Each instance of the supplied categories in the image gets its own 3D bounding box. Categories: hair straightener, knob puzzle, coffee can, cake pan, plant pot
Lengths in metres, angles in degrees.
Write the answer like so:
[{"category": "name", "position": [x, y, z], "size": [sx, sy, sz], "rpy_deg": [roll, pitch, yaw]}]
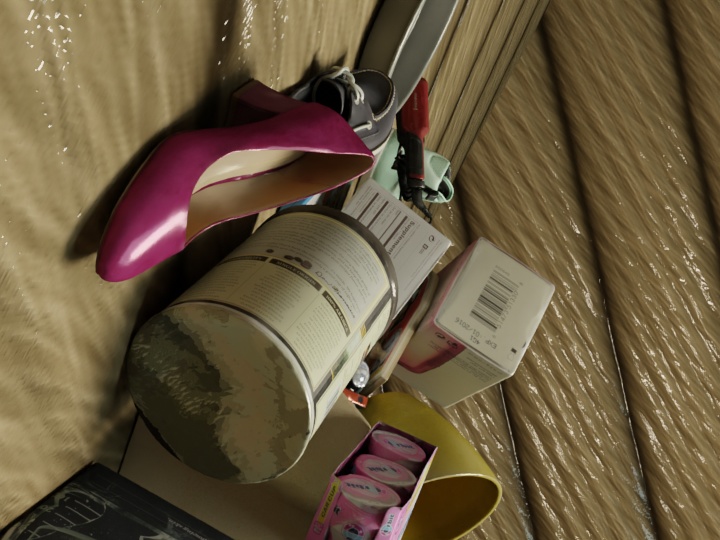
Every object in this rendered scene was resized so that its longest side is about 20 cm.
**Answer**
[{"category": "hair straightener", "position": [0.064, -0.134, 1.044], "size": [0.077, 0.041, 0.200], "rpy_deg": [111, -24, -59]}, {"category": "knob puzzle", "position": [0.034, 0.071, 1.059], "size": [0.220, 0.030, 0.220], "rpy_deg": [-56, -177, 5]}, {"category": "coffee can", "position": [-0.068, 0.049, 0.694], "size": [0.147, 0.146, 0.200], "rpy_deg": [-65, 172, 31]}, {"category": "cake pan", "position": [0.053, -0.245, 0.869], "size": [0.201, 0.037, 0.200], "rpy_deg": [-60, 174, -11]}, {"category": "plant pot", "position": [-0.108, 0.188, 0.846], "size": [0.200, 0.177, 0.200], "rpy_deg": [-65, 172, 31]}, {"category": "plant pot", "position": [0.040, 0.225, 0.991], "size": [0.200, 0.200, 0.142], "rpy_deg": [113, -35, -41]}]

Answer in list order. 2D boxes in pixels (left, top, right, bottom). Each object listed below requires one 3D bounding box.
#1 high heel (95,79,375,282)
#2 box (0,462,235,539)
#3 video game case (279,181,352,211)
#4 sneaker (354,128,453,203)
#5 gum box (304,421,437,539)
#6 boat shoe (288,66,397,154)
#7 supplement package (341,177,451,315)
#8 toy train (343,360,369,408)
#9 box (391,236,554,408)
[{"category": "high heel", "position": [-0.067, -0.046, 0.517], "size": [0.200, 0.096, 0.067], "rpy_deg": [-56, 172, -40]}, {"category": "box", "position": [-0.166, 0.260, 0.593], "size": [0.124, 0.200, 0.197], "rpy_deg": [-65, 173, 16]}, {"category": "video game case", "position": [-0.053, -0.057, 0.937], "size": [0.200, 0.018, 0.143], "rpy_deg": [-54, 169, -50]}, {"category": "sneaker", "position": [0.058, -0.101, 1.172], "size": [0.074, 0.118, 0.200], "rpy_deg": [-60, 175, -26]}, {"category": "gum box", "position": [0.004, 0.216, 0.757], "size": [0.200, 0.066, 0.114], "rpy_deg": [-15, 127, -77]}, {"category": "boat shoe", "position": [-0.015, -0.127, 0.694], "size": [0.200, 0.073, 0.063], "rpy_deg": [-47, 168, -49]}, {"category": "supplement package", "position": [0.000, 0.000, 0.973], "size": [0.156, 0.111, 0.200], "rpy_deg": [-52, -179, -2]}, {"category": "toy train", "position": [-0.072, 0.145, 0.986], "size": [0.200, 0.085, 0.114], "rpy_deg": [-8, -118, 43]}, {"category": "box", "position": [0.121, 0.067, 1.039], "size": [0.128, 0.109, 0.200], "rpy_deg": [-59, -175, -25]}]
